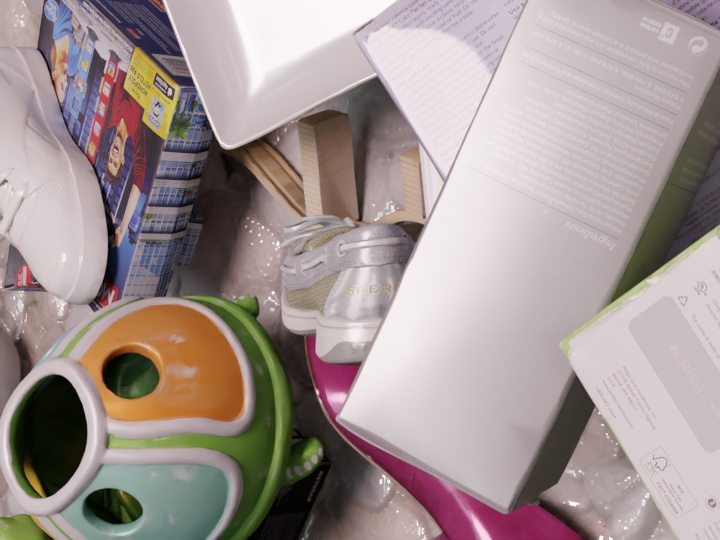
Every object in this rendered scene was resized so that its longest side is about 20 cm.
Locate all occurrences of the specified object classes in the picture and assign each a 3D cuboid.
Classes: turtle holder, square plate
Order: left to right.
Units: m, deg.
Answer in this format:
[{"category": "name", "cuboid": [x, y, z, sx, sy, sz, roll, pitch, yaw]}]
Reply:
[{"category": "turtle holder", "cuboid": [-0.127, 0.089, 0.950, 0.185, 0.131, 0.142, -18, 78, 39]}, {"category": "square plate", "cuboid": [-0.020, -0.189, 0.899, 0.199, 0.028, 0.199, -23, 89, 22]}]

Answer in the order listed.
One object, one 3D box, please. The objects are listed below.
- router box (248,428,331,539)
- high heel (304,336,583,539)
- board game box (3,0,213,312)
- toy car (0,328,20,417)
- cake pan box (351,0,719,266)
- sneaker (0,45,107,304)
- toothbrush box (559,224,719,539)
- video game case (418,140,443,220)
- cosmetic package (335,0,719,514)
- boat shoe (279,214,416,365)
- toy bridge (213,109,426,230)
[{"category": "router box", "cuboid": [-0.118, 0.153, 1.073, 0.157, 0.052, 0.201, 39, 114, 35]}, {"category": "high heel", "cuboid": [0.041, 0.080, 0.936, 0.096, 0.067, 0.201, -31, 69, 18]}, {"category": "board game box", "cuboid": [-0.148, -0.052, 1.075, 0.200, 0.061, 0.201, 45, 124, 49]}, {"category": "toy car", "cuboid": [-0.336, 0.077, 1.209, 0.175, 0.149, 0.201, 43, 117, 34]}, {"category": "cake pan box", "cuboid": [0.124, -0.085, 0.787, 0.199, 0.052, 0.185, -36, 81, 13]}, {"category": "sneaker", "cuboid": [-0.221, -0.059, 1.028, 0.074, 0.115, 0.201, -59, 43, 32]}, {"category": "toothbrush box", "cuboid": [0.187, 0.049, 0.679, 0.086, 0.199, 0.146, -39, 75, 34]}, {"category": "video game case", "cuboid": [0.116, -0.054, 0.826, 0.180, 0.023, 0.202, -7, 85, 15]}, {"category": "cosmetic package", "cuboid": [0.077, -0.012, 0.720, 0.090, 0.107, 0.201, 29, 96, 15]}, {"category": "boat shoe", "cuboid": [-0.002, 0.000, 0.876, 0.202, 0.074, 0.065, -120, 27, -81]}, {"category": "toy bridge", "cuboid": [-0.018, -0.053, 0.987, 0.199, 0.027, 0.068, 21, 125, 49]}]
